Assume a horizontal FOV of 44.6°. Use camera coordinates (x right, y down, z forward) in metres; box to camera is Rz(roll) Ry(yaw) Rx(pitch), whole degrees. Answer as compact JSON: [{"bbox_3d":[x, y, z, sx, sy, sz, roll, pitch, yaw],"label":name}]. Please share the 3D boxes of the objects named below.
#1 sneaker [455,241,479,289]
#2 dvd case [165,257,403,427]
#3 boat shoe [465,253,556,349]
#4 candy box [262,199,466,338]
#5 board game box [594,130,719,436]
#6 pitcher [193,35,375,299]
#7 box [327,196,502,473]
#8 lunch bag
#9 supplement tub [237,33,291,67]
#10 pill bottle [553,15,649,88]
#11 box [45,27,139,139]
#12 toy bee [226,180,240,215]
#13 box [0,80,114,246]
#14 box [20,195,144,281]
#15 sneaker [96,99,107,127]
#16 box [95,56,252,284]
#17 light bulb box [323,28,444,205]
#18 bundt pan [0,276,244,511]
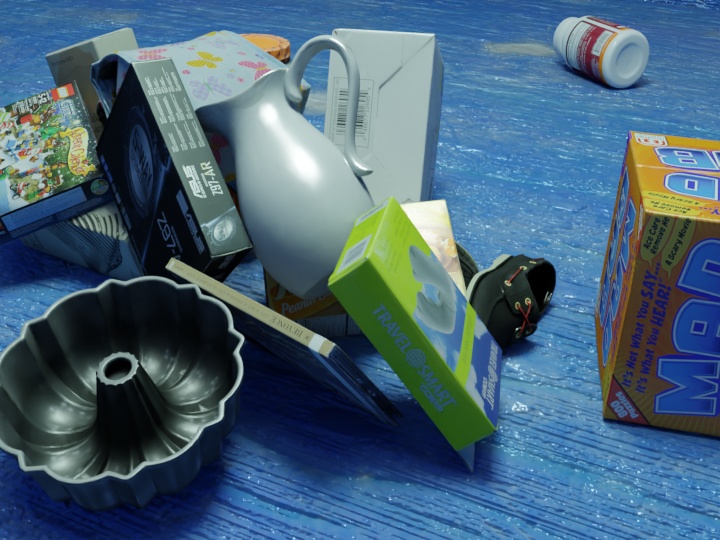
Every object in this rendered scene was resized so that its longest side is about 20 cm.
[{"bbox_3d":[0.055,-0.026,1.005,0.197,0.079,0.088,24,16,25],"label":"sneaker"},{"bbox_3d":[-0.066,0.063,0.759,0.197,0.149,0.016,24,73,35],"label":"dvd case"},{"bbox_3d":[0.148,0.035,0.881,0.062,0.076,0.201,7,22,25],"label":"boat shoe"},{"bbox_3d":[0.000,0.000,0.885,0.195,0.056,0.118,-7,60,-5],"label":"candy box"},{"bbox_3d":[0.332,0.011,0.805,0.195,0.204,0.201,8,28,9],"label":"board game box"},{"bbox_3d":[-0.045,-0.094,0.804,0.170,0.203,0.121,-33,-12,23],"label":"pitcher"},{"bbox_3d":[0.058,0.051,0.727,0.047,0.201,0.123,-30,17,24],"label":"box"},{"bbox_3d":[-0.181,-0.187,0.978,0.199,0.129,0.168,39,42,28],"label":"lunch bag"},{"bbox_3d":[-0.139,-0.201,1.164,0.119,0.205,0.123,2,26,-1],"label":"supplement tub"},{"bbox_3d":[0.484,-0.452,1.788,0.110,0.116,0.200,-9,30,-22],"label":"pill bottle"},{"bbox_3d":[-0.309,-0.192,1.115,0.093,0.204,0.078,-8,20,30],"label":"box"},{"bbox_3d":[-0.152,-0.061,1.021,0.130,0.109,0.201,-39,60,3],"label":"toy bee"},{"bbox_3d":[-0.360,-0.126,0.984,0.134,0.038,0.201,-24,47,-10],"label":"box"},{"bbox_3d":[-0.305,-0.052,0.986,0.196,0.083,0.069,15,52,26],"label":"box"},{"bbox_3d":[-0.226,-0.177,1.081,0.078,0.200,0.097,-5,57,36],"label":"sneaker"},{"bbox_3d":[-0.187,-0.073,0.851,0.043,0.160,0.204,-17,77,-35],"label":"box"},{"bbox_3d":[0.032,-0.176,1.081,0.121,0.204,0.200,6,5,8],"label":"light bulb box"},{"bbox_3d":[-0.184,0.101,0.691,0.196,0.077,0.205,-1,44,1],"label":"bundt pan"}]
